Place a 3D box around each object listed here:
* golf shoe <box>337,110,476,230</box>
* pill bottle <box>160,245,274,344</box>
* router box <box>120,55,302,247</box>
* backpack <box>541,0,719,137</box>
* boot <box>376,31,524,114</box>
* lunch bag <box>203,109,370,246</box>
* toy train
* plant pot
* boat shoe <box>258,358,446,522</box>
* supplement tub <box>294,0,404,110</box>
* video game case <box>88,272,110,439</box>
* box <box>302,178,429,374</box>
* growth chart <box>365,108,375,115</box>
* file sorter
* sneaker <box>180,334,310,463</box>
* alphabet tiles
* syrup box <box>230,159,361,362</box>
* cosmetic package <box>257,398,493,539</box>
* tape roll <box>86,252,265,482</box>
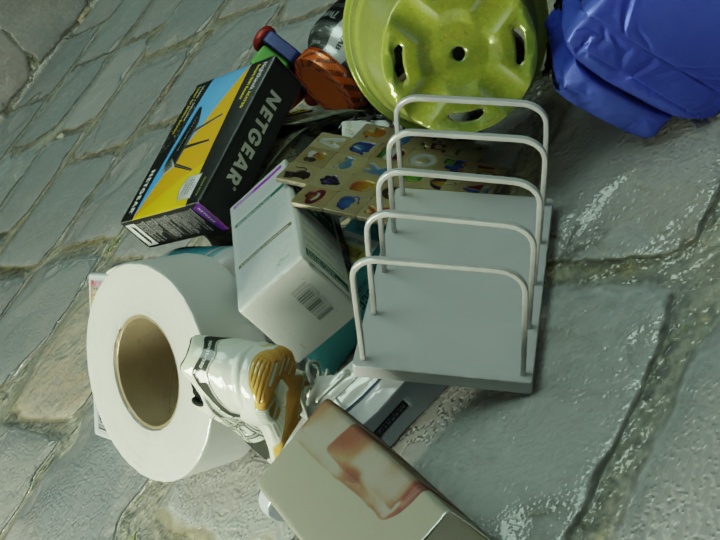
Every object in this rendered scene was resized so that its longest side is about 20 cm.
[{"bbox_3d":[0.029,-0.129,1.191,0.199,0.095,0.078,-39,27,11],"label":"golf shoe"},{"bbox_3d":[-0.161,0.029,1.235,0.199,0.111,0.112,2,54,55],"label":"pill bottle"},{"bbox_3d":[-0.160,-0.127,1.251,0.148,0.051,0.202,-10,48,46],"label":"router box"},{"bbox_3d":[0.229,-0.228,0.958,0.168,0.161,0.202,-46,25,37],"label":"backpack"},{"bbox_3d":[0.101,-0.218,1.236,0.199,0.074,0.076,-20,28,45],"label":"boot"},{"bbox_3d":[-0.088,-0.109,1.306,0.201,0.118,0.163,-54,29,-18],"label":"lunch bag"},{"bbox_3d":[-0.106,-0.208,1.449,0.116,0.084,0.200,-50,-14,-5],"label":"toy train"},{"bbox_3d":[0.080,-0.202,1.022,0.200,0.201,0.185,-40,12,11],"label":"plant pot"},{"bbox_3d":[-0.017,0.108,0.939,0.202,0.075,0.086,-45,50,-2],"label":"boat shoe"},{"bbox_3d":[0.023,-0.275,1.340,0.200,0.123,0.122,-48,27,-16],"label":"supplement tub"},{"bbox_3d":[-0.242,0.096,1.241,0.199,0.023,0.185,2,94,56],"label":"video game case"},{"bbox_3d":[0.000,0.000,1.109,0.201,0.049,0.082,-52,28,-10],"label":"box"},{"bbox_3d":[-0.047,-0.166,1.430,0.198,0.018,0.146,-24,36,40],"label":"growth chart"},{"bbox_3d":[0.075,-0.029,0.900,0.136,0.126,0.202,5,46,11],"label":"file sorter"},{"bbox_3d":[-0.094,0.101,0.964,0.086,0.201,0.077,14,64,12],"label":"sneaker"},{"bbox_3d":[0.030,-0.089,1.082,0.197,0.006,0.167,13,37,21],"label":"alphabet tiles"},{"bbox_3d":[-0.064,-0.014,1.078,0.081,0.079,0.201,-39,28,15],"label":"syrup box"},{"bbox_3d":[0.019,0.178,0.794,0.088,0.103,0.200,-50,29,-4],"label":"cosmetic package"},{"bbox_3d":[-0.172,0.087,1.075,0.070,0.206,0.201,-11,-2,-43],"label":"tape roll"}]
